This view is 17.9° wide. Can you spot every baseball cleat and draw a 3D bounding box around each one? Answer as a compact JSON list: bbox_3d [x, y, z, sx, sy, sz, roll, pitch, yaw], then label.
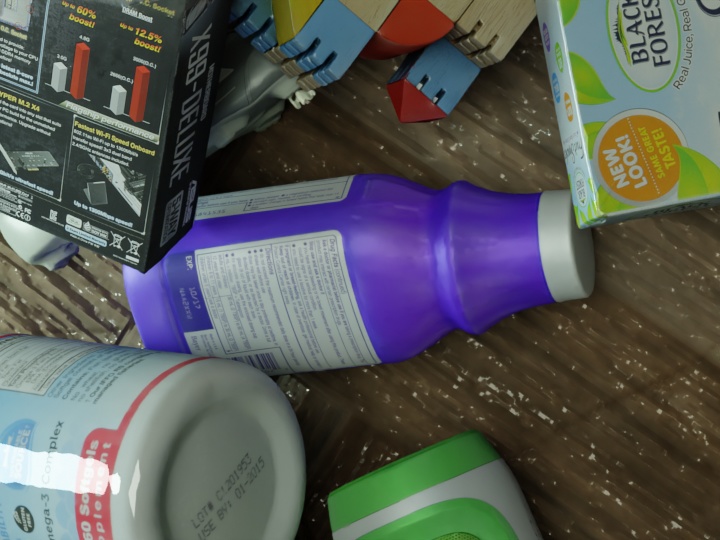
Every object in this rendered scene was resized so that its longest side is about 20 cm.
[{"bbox_3d":[-0.097,-0.085,1.026,0.200,0.070,0.107,-34,88,14],"label":"baseball cleat"}]

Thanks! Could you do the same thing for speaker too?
[{"bbox_3d":[0.058,0.173,0.974,0.088,0.088,0.200,-26,83,16],"label":"speaker"}]

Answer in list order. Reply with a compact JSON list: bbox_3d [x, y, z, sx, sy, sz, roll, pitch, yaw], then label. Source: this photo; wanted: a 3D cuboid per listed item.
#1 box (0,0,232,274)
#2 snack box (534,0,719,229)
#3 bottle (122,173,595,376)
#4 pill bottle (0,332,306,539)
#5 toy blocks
[{"bbox_3d":[-0.155,-0.107,0.944,0.200,0.050,0.158,22,125,14],"label":"box"},{"bbox_3d":[0.174,-0.104,0.918,0.199,0.053,0.143,-10,86,-6],"label":"snack box"},{"bbox_3d":[0.000,0.000,0.995,0.199,0.065,0.084,-8,122,17],"label":"bottle"},{"bbox_3d":[-0.130,0.084,0.998,0.200,0.109,0.109,4,91,39],"label":"pill bottle"},{"bbox_3d":[-0.001,-0.137,0.955,0.200,0.100,0.137,39,77,-12],"label":"toy blocks"}]
